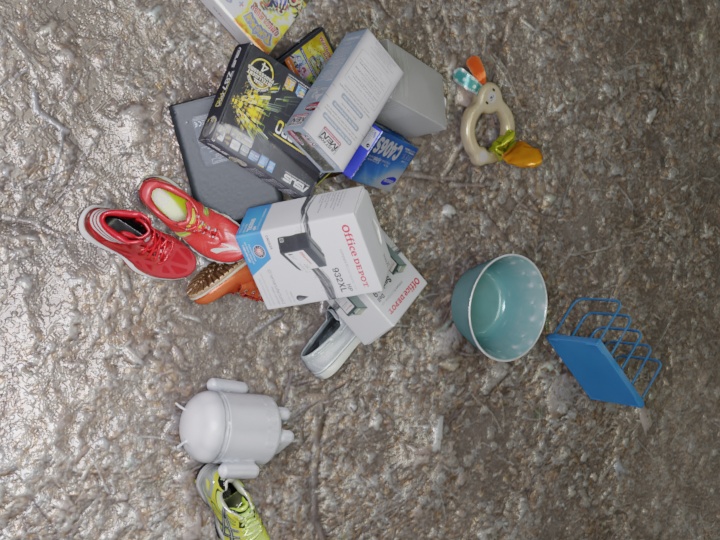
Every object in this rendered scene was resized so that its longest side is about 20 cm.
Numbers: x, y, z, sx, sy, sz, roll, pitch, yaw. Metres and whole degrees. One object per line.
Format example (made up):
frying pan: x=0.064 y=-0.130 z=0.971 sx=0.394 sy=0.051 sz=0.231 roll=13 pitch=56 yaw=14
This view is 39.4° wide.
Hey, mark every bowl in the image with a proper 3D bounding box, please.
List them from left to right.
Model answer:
bowl: x=0.250 y=0.066 z=1.910 sx=0.199 sy=0.105 sz=0.204 roll=-3 pitch=96 yaw=-33

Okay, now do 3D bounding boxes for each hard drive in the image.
hard drive: x=-0.209 y=-0.177 z=1.583 sx=0.138 sy=0.033 sz=0.203 roll=-14 pitch=103 yaw=-1

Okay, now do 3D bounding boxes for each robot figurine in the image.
robot figurine: x=-0.206 y=0.252 z=1.610 sx=0.198 sy=0.113 sz=0.171 roll=9 pitch=51 yaw=-35

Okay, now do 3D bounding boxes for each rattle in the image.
rattle: x=0.254 y=-0.294 z=1.867 sx=0.128 sy=0.143 sz=0.203 roll=-10 pitch=106 yaw=-14

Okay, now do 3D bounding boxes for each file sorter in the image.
file sorter: x=0.510 y=0.166 z=2.079 sx=0.200 sy=0.138 sz=0.123 roll=50 pitch=64 yaw=-27

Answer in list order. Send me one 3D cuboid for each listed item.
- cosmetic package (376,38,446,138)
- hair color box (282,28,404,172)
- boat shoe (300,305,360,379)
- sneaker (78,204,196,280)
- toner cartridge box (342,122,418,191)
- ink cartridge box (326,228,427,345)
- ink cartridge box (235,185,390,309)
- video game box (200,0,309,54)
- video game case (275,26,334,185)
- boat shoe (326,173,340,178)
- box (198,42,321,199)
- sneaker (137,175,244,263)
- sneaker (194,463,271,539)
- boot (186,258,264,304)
cosmetic package: x=0.066 y=-0.305 z=1.714 sx=0.199 sy=0.089 sz=0.108 roll=20 pitch=64 yaw=-58
hair color box: x=-0.024 y=-0.259 z=1.535 sx=0.099 sy=0.060 sz=0.201 roll=44 pitch=66 yaw=-32
boat shoe: x=-0.031 y=0.091 z=1.742 sx=0.072 sy=0.070 sz=0.202 roll=46 pitch=70 yaw=-29
sneaker: x=-0.318 y=-0.034 z=1.507 sx=0.198 sy=0.115 sz=0.079 roll=23 pitch=82 yaw=-33
toner cartridge box: x=0.029 y=-0.192 z=1.691 sx=0.095 sy=0.043 sz=0.200 roll=-54 pitch=163 yaw=12
ink cartridge box: x=0.000 y=0.000 z=1.684 sx=0.200 sy=0.084 sz=0.146 roll=49 pitch=42 yaw=-6
ink cartridge box: x=-0.070 y=-0.032 z=1.542 sx=0.084 sy=0.197 sz=0.146 roll=-72 pitch=146 yaw=-53
video game box: x=-0.174 y=-0.476 z=1.611 sx=0.200 sy=0.047 sz=0.183 roll=44 pitch=73 yaw=-29
video game case: x=-0.077 y=-0.259 z=1.618 sx=0.181 sy=0.025 sz=0.201 roll=-45 pitch=119 yaw=-34
boat shoe: x=-0.103 y=-0.201 z=1.664 sx=0.198 sy=0.074 sz=0.077 roll=15 pitch=84 yaw=-34
box: x=-0.131 y=-0.222 z=1.518 sx=0.199 sy=0.049 sz=0.163 roll=31 pitch=76 yaw=-37
sneaker: x=-0.257 y=-0.072 z=1.538 sx=0.199 sy=0.085 sz=0.078 roll=32 pitch=90 yaw=-12
sneaker: x=-0.202 y=0.406 z=1.648 sx=0.075 sy=0.076 sz=0.201 roll=-42 pitch=116 yaw=-26
boot: x=-0.186 y=0.020 z=1.631 sx=0.199 sy=0.075 sz=0.108 roll=-31 pitch=115 yaw=-29
